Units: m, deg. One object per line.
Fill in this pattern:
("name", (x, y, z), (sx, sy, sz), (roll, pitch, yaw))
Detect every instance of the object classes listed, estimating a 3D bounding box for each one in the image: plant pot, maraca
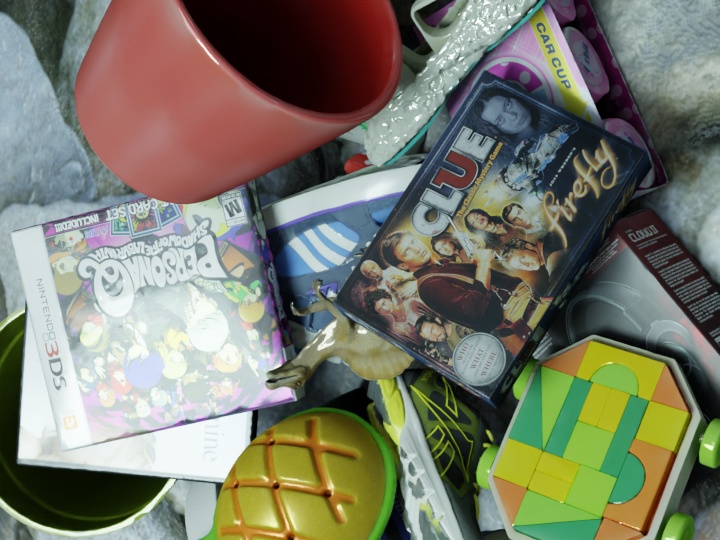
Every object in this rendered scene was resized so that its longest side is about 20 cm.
("plant pot", (-0.099, -0.149, 1.027), (0.177, 0.200, 0.201), (-36, 78, 44))
("plant pot", (-0.216, 0.120, 1.287), (0.200, 0.193, 0.201), (0, 89, 11))
("maraca", (-0.057, 0.193, 1.092), (0.137, 0.107, 0.200), (36, 83, 36))

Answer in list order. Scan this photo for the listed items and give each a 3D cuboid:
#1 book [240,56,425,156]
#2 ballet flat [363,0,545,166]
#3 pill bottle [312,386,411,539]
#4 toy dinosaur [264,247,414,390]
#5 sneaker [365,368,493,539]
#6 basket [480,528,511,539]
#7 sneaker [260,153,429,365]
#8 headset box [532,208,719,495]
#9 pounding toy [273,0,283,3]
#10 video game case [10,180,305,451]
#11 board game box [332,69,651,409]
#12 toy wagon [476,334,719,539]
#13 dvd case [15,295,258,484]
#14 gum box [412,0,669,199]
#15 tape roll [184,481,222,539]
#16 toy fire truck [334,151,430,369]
("book", (-0.056, -0.157, 1.181), (0.200, 0.134, 0.048), (20, 77, 32))
("ballet flat", (0.053, -0.162, 1.047), (0.200, 0.072, 0.072), (-46, 73, 29))
("pill bottle", (0.011, 0.204, 1.213), (0.112, 0.112, 0.200), (-33, 80, 35))
("toy dinosaur", (0.022, 0.037, 1.087), (0.200, 0.058, 0.101), (-10, 116, 5))
("sneaker", (0.068, 0.144, 1.092), (0.075, 0.085, 0.200), (97, 158, -47))
("basket", (0.178, 0.256, 1.072), (0.200, 0.176, 0.139), (2, 88, 49))
("sneaker", (0.000, 0.000, 1.145), (0.200, 0.081, 0.147), (-17, 98, 33))
("headset box", (0.201, 0.064, 1.070), (0.200, 0.077, 0.149), (52, 124, 13))
("pounding toy", (0.003, -0.276, 1.122), (0.184, 0.142, 0.200), (-17, 88, 26))
("video game case", (-0.159, 0.034, 1.140), (0.200, 0.036, 0.182), (-13, 91, 10))
("board game box", (0.090, -0.024, 1.007), (0.135, 0.035, 0.200), (30, 83, 23))
("toy wagon", (0.155, 0.146, 0.994), (0.155, 0.040, 0.200), (17, 75, 32))
("dvd case", (-0.179, 0.094, 1.173), (0.200, 0.018, 0.143), (4, 90, 10))
("gum box", (0.131, -0.130, 1.085), (0.113, 0.066, 0.200), (-27, 83, 37))
("tape roll", (-0.066, 0.240, 1.219), (0.037, 0.203, 0.203), (-35, 79, 21))
("toy fire truck", (0.029, 0.017, 1.200), (0.141, 0.049, 0.200), (27, 113, 28))
